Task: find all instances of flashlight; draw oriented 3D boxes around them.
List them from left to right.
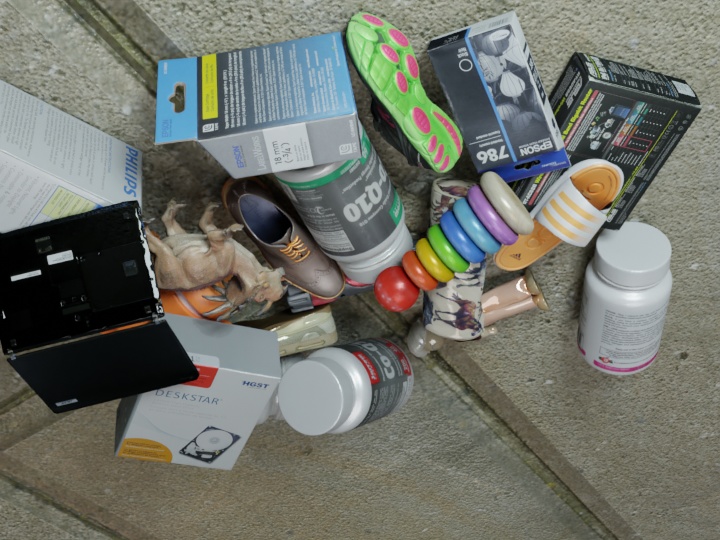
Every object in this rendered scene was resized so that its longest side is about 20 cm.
[{"bbox_3d":[0.000,0.000,1.245,0.200,0.068,0.068,-14,91,1],"label":"flashlight"}]

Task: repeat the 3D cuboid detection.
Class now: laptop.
[{"bbox_3d":[-0.289,0.044,1.045,0.177,0.200,0.103,-14,177,3],"label":"laptop"}]

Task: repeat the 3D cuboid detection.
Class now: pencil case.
[{"bbox_3d":[0.124,-0.013,1.192,0.089,0.078,0.200,1,110,-6],"label":"pencil case"}]

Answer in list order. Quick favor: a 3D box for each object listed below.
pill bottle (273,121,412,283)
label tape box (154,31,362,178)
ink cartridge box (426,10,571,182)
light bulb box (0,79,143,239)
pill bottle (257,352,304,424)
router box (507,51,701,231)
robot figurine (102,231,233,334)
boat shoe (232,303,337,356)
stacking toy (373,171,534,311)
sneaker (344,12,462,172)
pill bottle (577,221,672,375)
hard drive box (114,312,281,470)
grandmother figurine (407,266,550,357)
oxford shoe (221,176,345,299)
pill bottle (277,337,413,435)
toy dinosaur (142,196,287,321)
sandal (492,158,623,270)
[{"bbox_3d":[-0.016,-0.082,1.124,0.113,0.113,0.200,-21,135,11],"label":"pill bottle"},{"bbox_3d":[-0.106,-0.169,1.002,0.200,0.144,0.063,-9,137,1],"label":"label tape box"},{"bbox_3d":[0.156,-0.177,1.064,0.099,0.039,0.200,-15,122,25],"label":"ink cartridge box"},{"bbox_3d":[-0.376,-0.076,1.063,0.200,0.125,0.198,27,124,-32],"label":"light bulb box"},{"bbox_3d":[-0.182,0.155,1.330,0.200,0.114,0.114,4,133,-13],"label":"pill bottle"},{"bbox_3d":[0.281,-0.147,1.142,0.150,0.062,0.200,10,132,-18],"label":"router box"},{"bbox_3d":[-0.231,0.032,1.200,0.200,0.144,0.117,-30,163,19],"label":"robot figurine"},{"bbox_3d":[-0.128,0.099,1.266,0.200,0.072,0.065,-19,109,-9],"label":"boat shoe"},{"bbox_3d":[0.097,-0.022,1.107,0.200,0.085,0.085,-38,129,15],"label":"stacking toy"},{"bbox_3d":[0.033,-0.185,1.051,0.084,0.077,0.200,0,130,48],"label":"sneaker"},{"bbox_3d":[0.358,0.039,1.303,0.113,0.113,0.200,-8,135,-1],"label":"pill bottle"},{"bbox_3d":[-0.204,0.153,1.190,0.156,0.077,0.200,11,132,-20],"label":"hard drive box"},{"bbox_3d":[0.154,0.063,1.335,0.200,0.061,0.121,-26,124,13],"label":"grandmother figurine"},{"bbox_3d":[-0.089,-0.029,1.156,0.071,0.073,0.200,-46,114,3],"label":"oxford shoe"},{"bbox_3d":[-0.018,0.155,1.293,0.114,0.114,0.200,-35,167,24],"label":"pill bottle"},{"bbox_3d":[-0.188,-0.005,1.098,0.200,0.086,0.136,3,116,3],"label":"toy dinosaur"},{"bbox_3d":[0.239,-0.047,1.148,0.079,0.059,0.207,19,134,-25],"label":"sandal"}]
